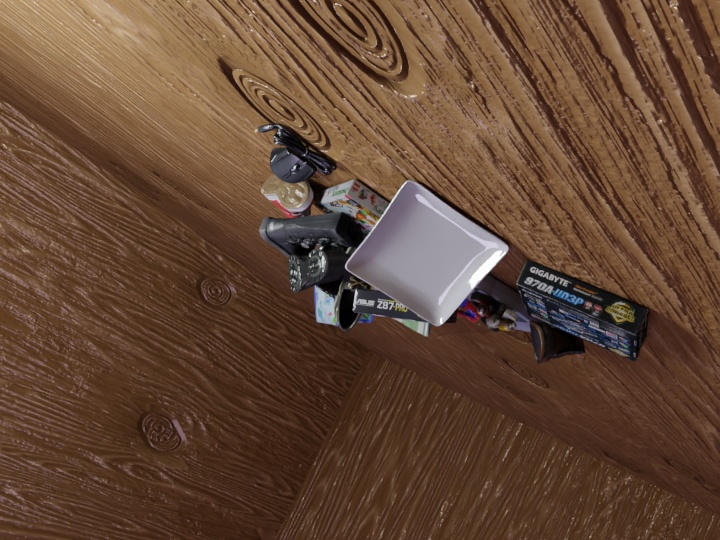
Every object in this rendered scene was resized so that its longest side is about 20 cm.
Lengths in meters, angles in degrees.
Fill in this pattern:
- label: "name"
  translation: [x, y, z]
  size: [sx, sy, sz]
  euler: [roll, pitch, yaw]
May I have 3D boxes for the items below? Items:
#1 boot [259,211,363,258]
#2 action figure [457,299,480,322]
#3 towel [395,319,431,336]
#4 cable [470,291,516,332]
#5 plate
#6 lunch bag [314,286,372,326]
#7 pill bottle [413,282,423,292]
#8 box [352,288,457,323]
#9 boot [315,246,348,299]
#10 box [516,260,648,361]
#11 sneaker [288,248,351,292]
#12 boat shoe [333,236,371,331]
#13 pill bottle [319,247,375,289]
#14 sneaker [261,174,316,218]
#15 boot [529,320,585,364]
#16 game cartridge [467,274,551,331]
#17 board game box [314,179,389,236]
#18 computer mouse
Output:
- label: "boot"
  translation: [-0.077, -0.067, 1.381]
  size: [0.195, 0.068, 0.163]
  euler: [-4, 167, 33]
- label: "action figure"
  translation: [0.205, 0.055, 1.436]
  size: [0.198, 0.066, 0.052]
  euler: [34, -175, -18]
- label: "towel"
  translation: [0.091, 0.060, 1.693]
  size: [0.197, 0.023, 0.156]
  euler: [26, 132, 26]
- label: "cable"
  translation: [0.241, 0.091, 1.344]
  size: [0.095, 0.051, 0.200]
  euler: [29, 168, 6]
- label: "plate"
  translation: [0.104, -0.027, 1.117]
  size: [0.197, 0.201, 0.033]
  euler: [31, -146, -11]
- label: "lunch bag"
  translation: [-0.052, 0.029, 1.726]
  size: [0.124, 0.207, 0.169]
  euler: [-4, -179, -22]
- label: "pill bottle"
  translation: [0.091, -0.015, 1.279]
  size: [0.111, 0.114, 0.199]
  euler: [32, 169, -20]
- label: "box"
  translation: [0.090, 0.068, 1.323]
  size: [0.157, 0.051, 0.199]
  euler: [9, 180, 20]
- label: "boot"
  translation: [0.000, 0.000, 1.472]
  size: [0.207, 0.161, 0.079]
  euler: [27, 174, 15]
- label: "box"
  translation: [0.354, 0.067, 1.114]
  size: [0.197, 0.047, 0.159]
  euler: [25, 169, 28]
- label: "sneaker"
  translation: [-0.081, 0.001, 1.375]
  size: [0.089, 0.079, 0.198]
  euler: [-3, 178, -30]
- label: "boat shoe"
  translation: [-0.007, 0.030, 1.404]
  size: [0.070, 0.205, 0.061]
  euler: [7, -146, -13]
- label: "pill bottle"
  translation: [0.000, -0.007, 1.573]
  size: [0.196, 0.116, 0.114]
  euler: [29, 170, 0]
- label: "sneaker"
  translation: [-0.119, -0.134, 1.413]
  size: [0.112, 0.072, 0.199]
  euler: [40, 174, -31]
- label: "boot"
  translation: [0.356, 0.119, 1.254]
  size: [0.094, 0.077, 0.200]
  euler: [-14, 165, 11]
- label: "game cartridge"
  translation: [0.273, 0.061, 1.358]
  size: [0.197, 0.042, 0.133]
  euler: [33, 166, -14]
- label: "board game box"
  translation: [-0.001, -0.111, 1.294]
  size: [0.125, 0.035, 0.199]
  euler: [32, 170, -17]
- label: "computer mouse"
  translation: [-0.139, -0.198, 1.225]
  size: [0.139, 0.047, 0.199]
  euler: [34, 170, -27]
